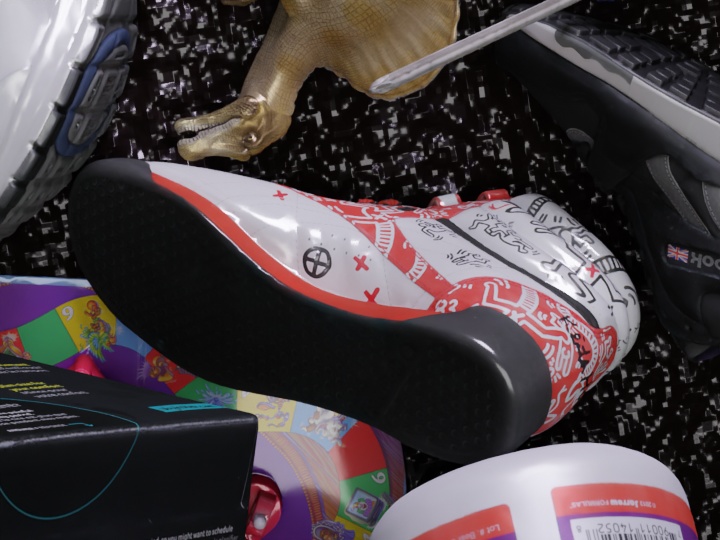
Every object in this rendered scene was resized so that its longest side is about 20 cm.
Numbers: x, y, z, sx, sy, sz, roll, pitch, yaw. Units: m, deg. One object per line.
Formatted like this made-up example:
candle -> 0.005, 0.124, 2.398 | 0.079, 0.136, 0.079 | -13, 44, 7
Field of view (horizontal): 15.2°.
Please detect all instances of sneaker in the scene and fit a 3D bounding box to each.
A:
sneaker -> -0.118, -0.107, 0.944 | 0.087, 0.075, 0.201 | 17, 91, 6
sneaker -> 0.000, 0.001, 0.961 | 0.201, 0.108, 0.067 | 22, 121, 29
sneaker -> 0.113, -0.018, 0.929 | 0.200, 0.076, 0.088 | 35, 108, 26

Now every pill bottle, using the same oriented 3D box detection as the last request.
pill bottle -> 0.072, 0.165, 0.875 | 0.112, 0.113, 0.201 | -11, 65, -1

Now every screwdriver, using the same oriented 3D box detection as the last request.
screwdriver -> 0.072, -0.088, 0.909 | 0.029, 0.200, 0.028 | 47, 137, 9

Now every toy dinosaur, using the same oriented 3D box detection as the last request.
toy dinosaur -> 0.008, -0.113, 0.928 | 0.200, 0.058, 0.101 | -35, 74, 32

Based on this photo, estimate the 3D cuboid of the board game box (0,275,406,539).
board game box -> -0.081, 0.085, 0.980 | 0.199, 0.039, 0.159 | 3, 98, -4

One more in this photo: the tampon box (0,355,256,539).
tampon box -> -0.160, 0.093, 0.873 | 0.199, 0.150, 0.127 | 11, 97, 33
